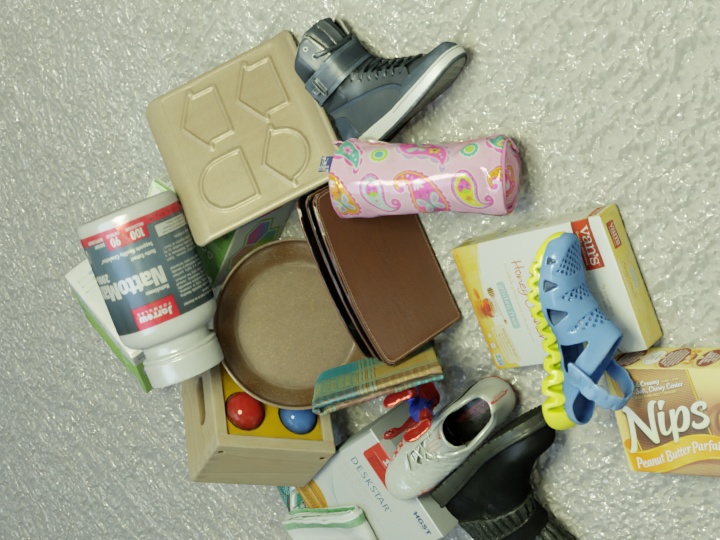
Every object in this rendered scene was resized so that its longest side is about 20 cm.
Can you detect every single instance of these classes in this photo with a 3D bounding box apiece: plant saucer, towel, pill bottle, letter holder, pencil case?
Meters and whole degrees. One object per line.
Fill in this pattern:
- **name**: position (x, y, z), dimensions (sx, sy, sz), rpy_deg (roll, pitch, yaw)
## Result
- **plant saucer**: position (-0.075, 0.064, 1.529), dimensions (0.202, 0.199, 0.037), rpy_deg (56, 171, 4)
- **towel**: position (-0.013, 0.393, 1.631), dimensions (0.148, 0.031, 0.202), rpy_deg (-14, 103, 48)
- **pill bottle**: position (-0.230, 0.023, 1.459), dimensions (0.119, 0.119, 0.202), rpy_deg (-14, 100, 46)
- **letter holder**: position (0.000, 0.000, 1.428), dimensions (0.100, 0.142, 0.202), rpy_deg (-17, 100, 47)
- **towel**: position (0.018, 0.116, 1.401), dimensions (0.200, 0.145, 0.022), rpy_deg (-91, -16, -85)
- **pencil case**: position (0.063, -0.096, 1.312), dimensions (0.197, 0.088, 0.089), rpy_deg (1, 115, 21)

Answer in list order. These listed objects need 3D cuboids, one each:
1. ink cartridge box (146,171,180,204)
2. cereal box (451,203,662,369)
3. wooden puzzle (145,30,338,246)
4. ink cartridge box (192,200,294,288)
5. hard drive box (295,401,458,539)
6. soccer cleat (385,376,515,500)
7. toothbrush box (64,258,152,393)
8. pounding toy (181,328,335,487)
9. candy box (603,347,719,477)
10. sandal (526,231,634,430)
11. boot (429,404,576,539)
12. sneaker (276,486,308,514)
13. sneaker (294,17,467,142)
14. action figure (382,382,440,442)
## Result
- **ink cartridge box**: position (-0.229, -0.046, 1.600), dimensions (0.048, 0.146, 0.201), rpy_deg (32, 125, 9)
- **cereal box**: position (0.198, 0.021, 1.325), dimensions (0.199, 0.039, 0.145), rpy_deg (-14, 102, 47)
- **wooden puzzle**: position (-0.129, -0.147, 1.462), dimensions (0.198, 0.046, 0.187), rpy_deg (-27, 73, 10)
- **ink cartridge box**: position (-0.150, -0.044, 1.576), dimensions (0.059, 0.103, 0.201), rpy_deg (45, 136, 16)
- **hard drive box**: position (0.026, 0.276, 1.605), dimensions (0.157, 0.077, 0.200), rpy_deg (55, 137, 5)
- **soccer cleat**: position (0.092, 0.192, 1.445), dimensions (0.200, 0.085, 0.069), rpy_deg (-43, 81, 22)
- **toothbrush box**: position (-0.311, 0.065, 1.744), dimensions (0.146, 0.086, 0.200), rpy_deg (49, 167, 12)
- **pounding toy**: position (-0.136, 0.141, 1.583), dimensions (0.142, 0.182, 0.202), rpy_deg (-51, 40, 47)
- **candy box**: position (0.341, 0.136, 1.241), dimensions (0.198, 0.055, 0.117), rpy_deg (-3, 109, 46)
- **sandal**: position (0.216, 0.059, 1.243), dimensions (0.086, 0.079, 0.203), rpy_deg (2, 112, 39)
- **boot**: position (0.187, 0.256, 1.437), dimensions (0.158, 0.079, 0.211), rpy_deg (49, 135, 9)
- **sneaker**: position (-0.090, 0.267, 1.729), dimensions (0.091, 0.077, 0.203), rpy_deg (2, 111, 61)
- **sneaker**: position (0.012, -0.217, 1.344), dimensions (0.147, 0.077, 0.202), rpy_deg (55, 139, 1)
- **action figure**: position (0.037, 0.154, 1.441), dimensions (0.098, 0.200, 0.066), rpy_deg (-30, 90, 11)
